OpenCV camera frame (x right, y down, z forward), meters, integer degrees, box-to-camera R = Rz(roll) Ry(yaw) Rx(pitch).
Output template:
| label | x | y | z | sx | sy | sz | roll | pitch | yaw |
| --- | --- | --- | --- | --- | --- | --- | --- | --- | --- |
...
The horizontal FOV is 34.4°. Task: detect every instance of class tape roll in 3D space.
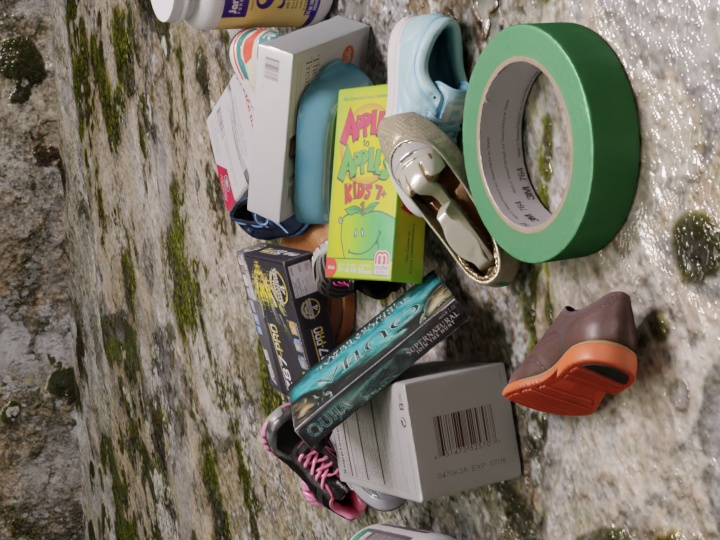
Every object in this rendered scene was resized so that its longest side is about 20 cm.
| label | x | y | z | sx | sy | sz | roll | pitch | yaw |
| --- | --- | --- | --- | --- | --- | --- | --- | --- | --- |
| tape roll | 0.156 | -0.108 | 0.988 | 0.200 | 0.048 | 0.202 | 173 | 90 | -67 |

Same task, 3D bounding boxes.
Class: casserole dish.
| label | x | y | z | sx | sy | sz | roll | pitch | yaw |
| --- | --- | --- | --- | --- | --- | --- | --- | --- | --- |
| casserole dish | -0.025 | -0.137 | 1.311 | 0.039 | 0.121 | 0.201 | 21 | 127 | 25 |

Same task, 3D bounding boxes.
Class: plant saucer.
| label | x | y | z | sx | sy | sz | roll | pitch | yaw |
| --- | --- | --- | --- | --- | --- | --- | --- | --- | --- |
| plant saucer | -0.062 | 0.010 | 1.524 | 0.200 | 0.032 | 0.201 | 172 | 90 | -66 |

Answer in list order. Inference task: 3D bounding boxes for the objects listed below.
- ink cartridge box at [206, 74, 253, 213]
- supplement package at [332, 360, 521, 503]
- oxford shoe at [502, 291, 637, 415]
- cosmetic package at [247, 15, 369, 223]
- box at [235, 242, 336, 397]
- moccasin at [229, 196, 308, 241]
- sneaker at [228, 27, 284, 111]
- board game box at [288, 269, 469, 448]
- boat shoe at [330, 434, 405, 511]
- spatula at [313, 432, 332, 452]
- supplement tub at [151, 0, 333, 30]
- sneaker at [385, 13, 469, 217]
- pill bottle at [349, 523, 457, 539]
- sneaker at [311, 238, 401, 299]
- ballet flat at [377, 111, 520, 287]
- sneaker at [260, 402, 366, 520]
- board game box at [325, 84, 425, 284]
| label | x | y | z | sx | sy | sz | roll | pitch | yaw |
| --- | --- | --- | --- | --- | --- | --- | --- | --- | --- |
| ink cartridge box | -0.131 | -0.182 | 1.556 | 0.200 | 0.083 | 0.146 | 141 | 119 | -62 |
| supplement package | 0.059 | 0.159 | 1.196 | 0.200 | 0.116 | 0.118 | 172 | 88 | -66 |
| oxford shoe | 0.181 | 0.075 | 0.989 | 0.200 | 0.071 | 0.073 | 136 | 151 | -64 |
| cosmetic package | -0.059 | -0.173 | 1.319 | 0.051 | 0.151 | 0.201 | 22 | 123 | 24 |
| box | -0.087 | 0.069 | 1.492 | 0.161 | 0.049 | 0.201 | 16 | 122 | 63 |
| moccasin | -0.114 | -0.077 | 1.501 | 0.200 | 0.068 | 0.081 | -29 | 46 | 57 |
| sneaker | -0.080 | -0.199 | 1.389 | 0.093 | 0.070 | 0.200 | 12 | 137 | 54 |
| board game box | 0.014 | 0.084 | 1.164 | 0.028 | 0.200 | 0.135 | 50 | -177 | -13 |
| boat shoe | 0.016 | 0.235 | 1.391 | 0.200 | 0.073 | 0.067 | -121 | 17 | -61 |
| spatula | -0.014 | 0.143 | 1.322 | 0.020 | 0.200 | 0.057 | -2 | 118 | 26 |
| supplement tub | -0.143 | -0.362 | 1.389 | 0.145 | 0.199 | 0.146 | 172 | 90 | -66 |
| sneaker | 0.070 | -0.150 | 1.132 | 0.082 | 0.074 | 0.201 | 6 | 104 | 59 |
| pill bottle | 0.060 | 0.336 | 1.250 | 0.200 | 0.113 | 0.114 | 163 | 98 | -66 |
| sneaker | 0.000 | 0.000 | 1.330 | 0.200 | 0.073 | 0.088 | -44 | 51 | 55 |
| ballet flat | 0.079 | -0.070 | 1.081 | 0.067 | 0.062 | 0.200 | -43 | 79 | 25 |
| sneaker | -0.050 | 0.244 | 1.458 | 0.095 | 0.079 | 0.200 | 34 | 163 | 49 |
| board game box | 0.020 | -0.089 | 1.215 | 0.101 | 0.047 | 0.201 | 3 | 88 | 47 |
